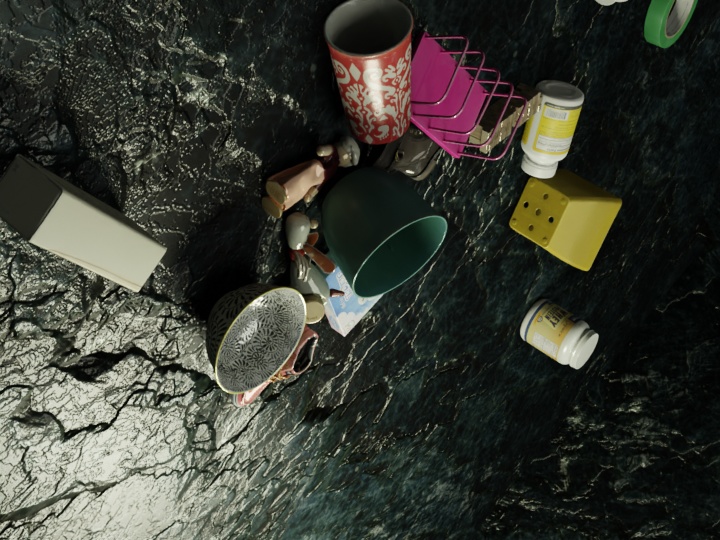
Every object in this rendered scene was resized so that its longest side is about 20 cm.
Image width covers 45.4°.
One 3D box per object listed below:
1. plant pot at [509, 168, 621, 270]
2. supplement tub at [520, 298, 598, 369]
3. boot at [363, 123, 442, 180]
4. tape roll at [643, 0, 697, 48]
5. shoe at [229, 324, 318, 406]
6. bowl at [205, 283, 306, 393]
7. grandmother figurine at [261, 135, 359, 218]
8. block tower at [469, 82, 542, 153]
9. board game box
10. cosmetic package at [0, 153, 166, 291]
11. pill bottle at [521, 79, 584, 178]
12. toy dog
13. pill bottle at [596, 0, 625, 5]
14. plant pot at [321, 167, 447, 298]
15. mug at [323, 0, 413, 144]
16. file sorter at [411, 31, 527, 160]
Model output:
[{"bbox_3d":[0.491,-0.136,2.150,0.175,0.200,0.202,4,115,-44],"label":"plant pot"},{"bbox_3d":[0.597,0.191,2.586,0.144,0.199,0.146,-36,144,-32],"label":"supplement tub"},{"bbox_3d":[0.094,-0.254,1.558,0.173,0.069,0.202,10,107,-55],"label":"boot"},{"bbox_3d":[0.811,-0.684,2.239,0.200,0.048,0.202,-37,145,-32],"label":"tape roll"},{"bbox_3d":[-0.157,0.175,1.559,0.201,0.091,0.071,-59,150,3],"label":"shoe"},{"bbox_3d":[-0.191,0.094,1.429,0.200,0.094,0.202,-35,143,-32],"label":"bowl"},{"bbox_3d":[-0.073,-0.165,1.408,0.199,0.061,0.121,-38,172,-36],"label":"grandmother figurine"},{"bbox_3d":[0.305,-0.325,1.816,0.200,0.058,0.054,-40,146,-31],"label":"block tower"},{"bbox_3d":[0.000,0.000,1.677,0.199,0.043,0.201,-46,148,-17],"label":"board game box"},{"bbox_3d":[-0.343,-0.054,1.059,0.074,0.103,0.200,-55,149,-1],"label":"cosmetic package"},{"bbox_3d":[0.426,-0.317,1.947,0.111,0.111,0.202,-27,139,-41],"label":"pill bottle"},{"bbox_3d":[-0.076,-0.004,1.495,0.095,0.133,0.201,-11,143,-14],"label":"toy dog"},{"bbox_3d":[0.583,-0.653,1.872,0.200,0.104,0.105,-39,146,-28],"label":"pill bottle"},{"bbox_3d":[0.025,-0.079,1.495,0.199,0.162,0.201,-30,155,-16],"label":"plant pot"},{"bbox_3d":[0.036,-0.318,1.352,0.177,0.133,0.201,-42,150,-21],"label":"mug"},{"bbox_3d":[0.178,-0.300,1.500,0.199,0.125,0.140,31,80,-41],"label":"file sorter"}]
